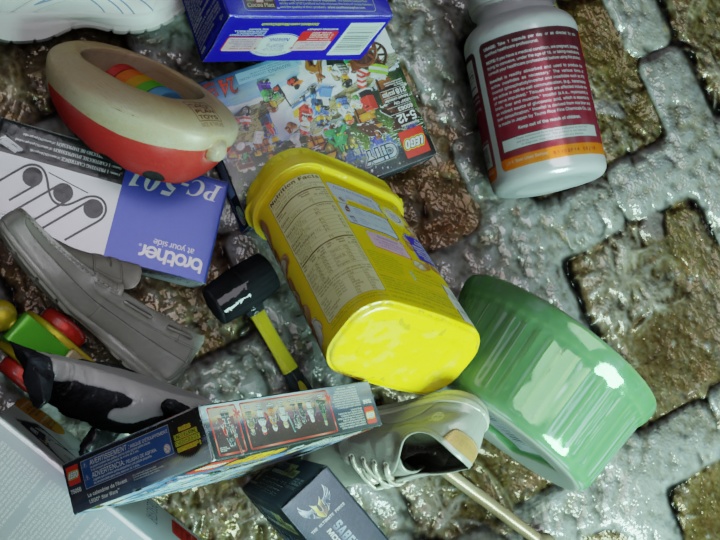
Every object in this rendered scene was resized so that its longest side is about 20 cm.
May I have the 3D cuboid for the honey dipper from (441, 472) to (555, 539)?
[{"bbox_3d":[0.104,0.205,1.006,0.200,0.038,0.038,39,72,-10],"label":"honey dipper"}]

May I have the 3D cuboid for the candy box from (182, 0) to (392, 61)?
[{"bbox_3d":[-0.084,-0.289,0.966,0.168,0.077,0.201,-8,71,-34],"label":"candy box"}]

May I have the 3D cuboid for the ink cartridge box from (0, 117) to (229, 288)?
[{"bbox_3d":[-0.221,-0.055,0.941,0.198,0.044,0.095,15,78,-15],"label":"ink cartridge box"}]

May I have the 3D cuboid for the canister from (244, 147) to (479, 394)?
[{"bbox_3d":[0.000,0.000,0.907,0.148,0.201,0.087,19,118,-38],"label":"canister"}]

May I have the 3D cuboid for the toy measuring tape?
[{"bbox_3d":[-0.239,0.092,0.914,0.200,0.073,0.074,48,69,-29],"label":"toy measuring tape"}]

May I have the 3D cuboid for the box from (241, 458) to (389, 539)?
[{"bbox_3d":[-0.016,0.225,0.877,0.051,0.200,0.158,-41,94,-16],"label":"box"}]

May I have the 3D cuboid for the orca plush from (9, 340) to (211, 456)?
[{"bbox_3d":[-0.191,0.114,0.829,0.105,0.200,0.072,20,86,20],"label":"orca plush"}]

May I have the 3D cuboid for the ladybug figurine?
[{"bbox_3d":[-0.186,-0.130,0.913,0.135,0.199,0.072,-7,123,-50],"label":"ladybug figurine"}]

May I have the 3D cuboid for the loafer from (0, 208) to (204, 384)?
[{"bbox_3d":[-0.213,0.016,0.903,0.070,0.070,0.200,-48,117,-11],"label":"loafer"}]

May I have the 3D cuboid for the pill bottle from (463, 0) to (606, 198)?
[{"bbox_3d":[0.162,-0.178,1.047,0.112,0.113,0.202,-9,84,-19],"label":"pill bottle"}]

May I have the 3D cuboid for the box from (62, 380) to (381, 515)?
[{"bbox_3d":[-0.094,0.125,0.790,0.199,0.136,0.040,1,68,-57],"label":"box"}]

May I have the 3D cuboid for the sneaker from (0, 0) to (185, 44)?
[{"bbox_3d":[-0.231,-0.251,0.939,0.198,0.075,0.088,-13,128,-21],"label":"sneaker"}]

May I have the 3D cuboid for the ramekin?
[{"bbox_3d":[0.147,0.103,0.956,0.200,0.200,0.098,39,79,-8],"label":"ramekin"}]

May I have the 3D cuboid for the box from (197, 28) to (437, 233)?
[{"bbox_3d":[-0.044,-0.135,1.014,0.199,0.038,0.138,-23,88,-20],"label":"box"}]

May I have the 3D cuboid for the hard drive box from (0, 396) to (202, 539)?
[{"bbox_3d":[-0.215,0.194,0.838,0.200,0.156,0.077,41,82,-8],"label":"hard drive box"}]

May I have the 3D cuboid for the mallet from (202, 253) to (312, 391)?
[{"bbox_3d":[-0.074,0.087,0.971,0.065,0.041,0.201,-25,93,-19],"label":"mallet"}]

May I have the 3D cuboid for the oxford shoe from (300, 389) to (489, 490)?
[{"bbox_3d":[0.020,0.153,0.908,0.075,0.199,0.058,42,44,-28],"label":"oxford shoe"}]
